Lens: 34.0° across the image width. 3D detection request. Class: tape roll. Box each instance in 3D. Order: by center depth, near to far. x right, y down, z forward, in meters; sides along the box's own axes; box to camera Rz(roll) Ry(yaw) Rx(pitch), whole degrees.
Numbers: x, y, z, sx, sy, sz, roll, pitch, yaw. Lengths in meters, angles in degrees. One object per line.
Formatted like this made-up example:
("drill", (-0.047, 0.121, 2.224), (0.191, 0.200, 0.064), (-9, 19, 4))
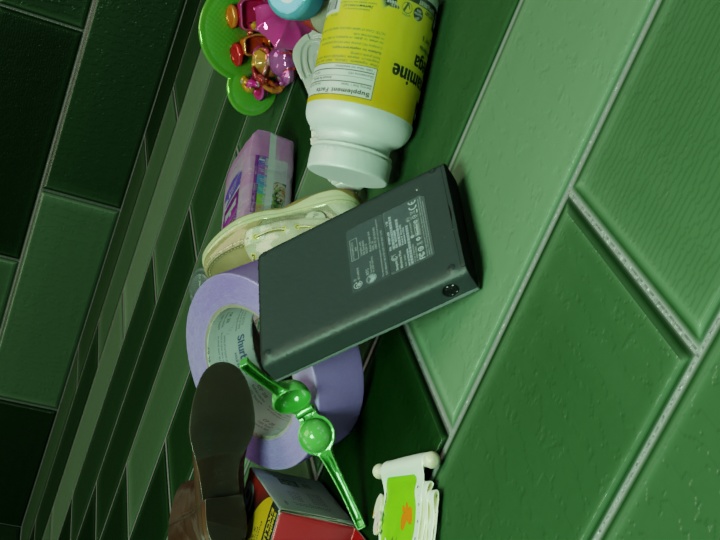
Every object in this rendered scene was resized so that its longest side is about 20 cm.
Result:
("tape roll", (-0.088, 0.091, 1.170), (0.199, 0.065, 0.203), (20, 119, 41))

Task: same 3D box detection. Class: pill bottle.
("pill bottle", (0.008, -0.192, 1.192), (0.112, 0.111, 0.203), (176, 107, -70))

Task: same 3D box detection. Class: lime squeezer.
("lime squeezer", (-0.046, 0.141, 1.058), (0.038, 0.201, 0.071), (-34, 22, -5))

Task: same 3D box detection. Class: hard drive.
("hard drive", (0.000, 0.000, 1.025), (0.198, 0.033, 0.141), (-25, 42, 17))

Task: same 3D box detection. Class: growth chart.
("growth chart", (0.030, 0.245, 0.965), (0.145, 0.018, 0.203), (136, 144, -58))

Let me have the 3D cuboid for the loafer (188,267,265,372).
("loafer", (-0.133, 0.085, 1.361), (0.072, 0.062, 0.202), (-34, 72, 39))

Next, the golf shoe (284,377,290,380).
("golf shoe", (-0.100, 0.032, 1.368), (0.078, 0.093, 0.202), (131, 146, -49))

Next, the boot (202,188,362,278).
("boot", (-0.083, 0.010, 1.256), (0.198, 0.072, 0.156), (-20, 50, 18))

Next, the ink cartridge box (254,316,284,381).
("ink cartridge box", (-0.140, 0.134, 1.478), (0.200, 0.049, 0.163), (148, 133, -61))

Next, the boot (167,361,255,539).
("boot", (-0.160, 0.206, 1.202), (0.200, 0.063, 0.189), (133, 140, -65))

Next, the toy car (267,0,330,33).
("toy car", (-0.065, -0.372, 1.294), (0.199, 0.183, 0.179), (32, 112, 26))

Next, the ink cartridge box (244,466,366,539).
("ink cartridge box", (-0.077, 0.313, 1.114), (0.175, 0.083, 0.203), (-157, 83, -71))

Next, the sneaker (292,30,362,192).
("sneaker", (-0.016, -0.176, 1.326), (0.075, 0.080, 0.203), (-18, 67, 18))

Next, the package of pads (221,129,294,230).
("package of pads", (-0.141, -0.074, 1.586), (0.121, 0.075, 0.202), (126, 152, -52))

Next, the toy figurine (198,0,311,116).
("toy figurine", (-0.132, -0.319, 1.691), (0.184, 0.148, 0.203), (20, 117, 61))
